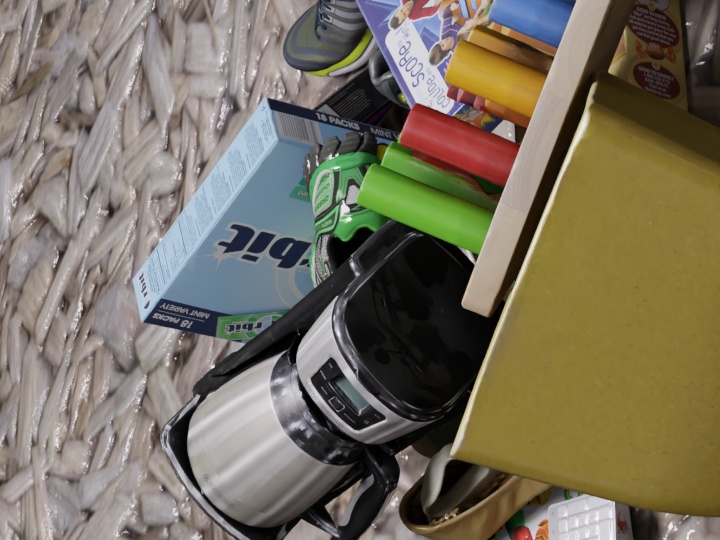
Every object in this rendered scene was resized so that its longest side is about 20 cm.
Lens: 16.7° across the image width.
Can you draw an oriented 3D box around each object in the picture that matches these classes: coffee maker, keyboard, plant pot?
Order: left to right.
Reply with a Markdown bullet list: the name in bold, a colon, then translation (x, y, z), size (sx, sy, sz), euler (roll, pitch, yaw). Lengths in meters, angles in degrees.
- **coffee maker**: translation (-0.008, 0.054, 1.529), size (0.200, 0.135, 0.192), euler (-38, 28, 42)
- **keyboard**: translation (0.134, 0.229, 1.440), size (0.056, 0.011, 0.200), euler (-28, 55, 50)
- **plant pot**: translation (0.180, 0.028, 1.305), size (0.194, 0.200, 0.196), euler (-54, -14, -77)

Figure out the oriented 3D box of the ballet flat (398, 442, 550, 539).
- **ballet flat**: translation (0.088, 0.111, 1.496), size (0.200, 0.063, 0.069), euler (-53, 35, 41)

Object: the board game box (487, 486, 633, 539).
- **board game box**: translation (0.122, 0.213, 1.509), size (0.126, 0.035, 0.200), euler (-39, 47, 45)

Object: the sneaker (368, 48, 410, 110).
- **sneaker**: translation (0.075, -0.190, 1.692), size (0.200, 0.084, 0.074), euler (-65, 34, 19)

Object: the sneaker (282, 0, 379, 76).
- **sneaker**: translation (-0.008, -0.214, 1.840), size (0.200, 0.081, 0.074), euler (-39, 47, 46)

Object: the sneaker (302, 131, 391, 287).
- **sneaker**: translation (0.000, 0.000, 1.670), size (0.200, 0.078, 0.085), euler (74, -174, -52)

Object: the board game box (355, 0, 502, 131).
- **board game box**: translation (0.069, -0.180, 1.606), size (0.135, 0.034, 0.200), euler (-44, 40, 19)

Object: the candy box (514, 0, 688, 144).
- **candy box**: translation (0.152, -0.107, 1.562), size (0.115, 0.055, 0.200), euler (-30, 52, 48)

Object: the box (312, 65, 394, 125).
- **box**: translation (-0.058, -0.062, 1.823), size (0.200, 0.036, 0.143), euler (-50, -5, 39)

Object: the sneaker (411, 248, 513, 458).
- **sneaker**: translation (0.077, 0.023, 1.622), size (0.090, 0.067, 0.201), euler (-14, 63, 62)

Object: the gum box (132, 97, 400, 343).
- **gum box**: translation (-0.040, -0.024, 1.734), size (0.200, 0.170, 0.045), euler (-50, 41, 36)

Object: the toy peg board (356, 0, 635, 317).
- **toy peg board**: translation (0.082, -0.105, 1.413), size (0.200, 0.098, 0.199), euler (-50, -19, -69)
